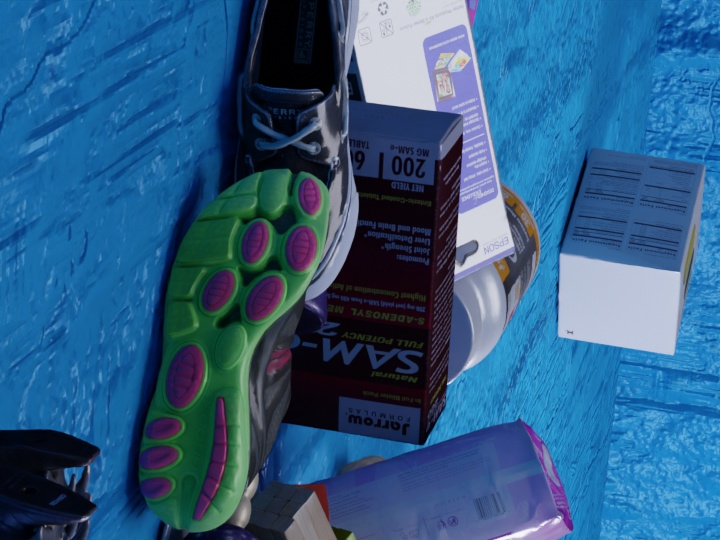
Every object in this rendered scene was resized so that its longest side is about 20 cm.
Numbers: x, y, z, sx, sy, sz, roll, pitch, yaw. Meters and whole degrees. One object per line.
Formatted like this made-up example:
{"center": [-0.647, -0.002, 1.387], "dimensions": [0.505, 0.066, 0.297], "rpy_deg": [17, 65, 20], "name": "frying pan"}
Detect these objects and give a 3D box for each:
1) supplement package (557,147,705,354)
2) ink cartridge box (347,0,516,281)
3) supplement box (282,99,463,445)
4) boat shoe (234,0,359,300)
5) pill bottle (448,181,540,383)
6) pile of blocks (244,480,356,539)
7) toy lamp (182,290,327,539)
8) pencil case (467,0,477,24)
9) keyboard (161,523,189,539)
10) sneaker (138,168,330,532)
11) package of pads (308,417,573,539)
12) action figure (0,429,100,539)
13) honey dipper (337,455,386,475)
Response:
{"center": [0.341, -0.025, 2.608], "dimensions": [0.152, 0.151, 0.200], "rpy_deg": [86, 18, -45], "name": "supplement package"}
{"center": [0.035, -0.090, 1.313], "dimensions": [0.099, 0.039, 0.200], "rpy_deg": [-24, 109, -36], "name": "ink cartridge box"}
{"center": [0.000, 0.000, 1.269], "dimensions": [0.061, 0.109, 0.200], "rpy_deg": [-54, 149, -62], "name": "supplement box"}
{"center": [-0.036, -0.085, 1.143], "dimensions": [0.068, 0.072, 0.200], "rpy_deg": [32, 65, -78], "name": "boat shoe"}
{"center": [0.059, 0.009, 1.508], "dimensions": [0.200, 0.116, 0.116], "rpy_deg": [-52, 148, -65], "name": "pill bottle"}
{"center": [-0.002, 0.193, 1.228], "dimensions": [0.200, 0.082, 0.062], "rpy_deg": [51, 56, -15], "name": "pile of blocks"}
{"center": [-0.057, 0.072, 1.176], "dimensions": [0.058, 0.058, 0.200], "rpy_deg": [71, 26, -63], "name": "toy lamp"}
{"center": [0.035, -0.148, 1.382], "dimensions": [0.088, 0.088, 0.200], "rpy_deg": [-6, 104, -76], "name": "pencil case"}
{"center": [-0.092, 0.189, 1.222], "dimensions": [0.200, 0.011, 0.056], "rpy_deg": [56, 39, -71], "name": "keyboard"}
{"center": [-0.069, 0.040, 1.106], "dimensions": [0.084, 0.077, 0.200], "rpy_deg": [51, 58, -82], "name": "sneaker"}
{"center": [0.029, 0.159, 1.305], "dimensions": [0.121, 0.200, 0.076], "rpy_deg": [50, 21, -75], "name": "package of pads"}
{"center": [-0.144, 0.172, 0.863], "dimensions": [0.130, 0.069, 0.200], "rpy_deg": [-60, 158, -69], "name": "action figure"}
{"center": [-0.015, 0.159, 1.467], "dimensions": [0.200, 0.038, 0.038], "rpy_deg": [-3, 101, -75], "name": "honey dipper"}
